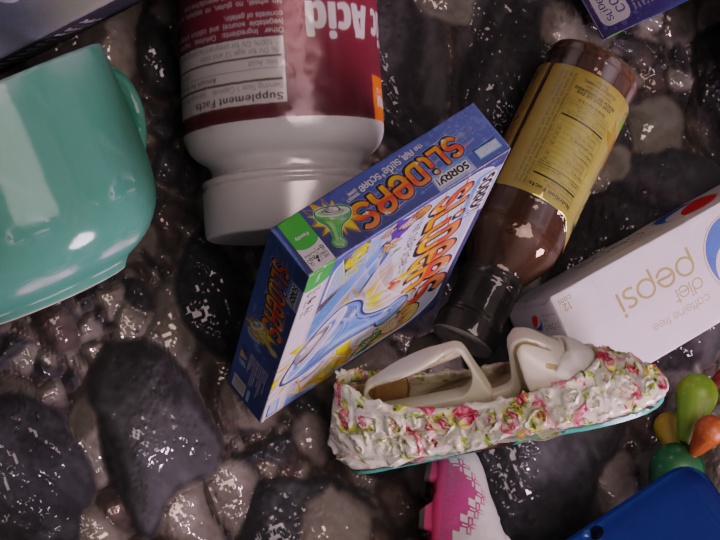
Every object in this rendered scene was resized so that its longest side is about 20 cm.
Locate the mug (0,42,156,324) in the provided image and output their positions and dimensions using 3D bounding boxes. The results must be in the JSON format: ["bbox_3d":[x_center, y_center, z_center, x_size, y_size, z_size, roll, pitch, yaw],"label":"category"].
[{"bbox_3d":[-0.171,-0.044,1.095,0.185,0.152,0.115,-25,98,-24],"label":"mug"}]

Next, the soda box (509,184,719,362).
[{"bbox_3d":[0.193,0.005,1.295,0.200,0.064,0.068,-28,96,-24],"label":"soda box"}]

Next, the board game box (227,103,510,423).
[{"bbox_3d":[0.000,0.000,1.140,0.135,0.200,0.034,-33,75,-22],"label":"board game box"}]

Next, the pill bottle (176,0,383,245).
[{"bbox_3d":[-0.045,-0.118,1.177,0.114,0.114,0.201,-2,86,-23],"label":"pill bottle"}]

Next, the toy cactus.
[{"bbox_3d":[0.207,0.164,1.283,0.165,0.102,0.200,-17,94,-5],"label":"toy cactus"}]

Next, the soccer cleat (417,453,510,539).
[{"bbox_3d":[0.076,0.194,1.199,0.086,0.070,0.200,0,66,2],"label":"soccer cleat"}]

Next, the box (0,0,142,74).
[{"bbox_3d":[-0.180,-0.219,1.077,0.198,0.123,0.200,-25,96,12],"label":"box"}]

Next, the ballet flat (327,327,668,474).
[{"bbox_3d":[0.075,0.068,1.194,0.200,0.076,0.064,-13,110,3],"label":"ballet flat"}]

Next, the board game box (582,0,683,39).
[{"bbox_3d":[0.155,-0.254,1.258,0.034,0.135,0.200,-38,101,-44],"label":"board game box"}]

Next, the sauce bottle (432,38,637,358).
[{"bbox_3d":[0.102,-0.043,1.259,0.065,0.065,0.200,33,73,-17],"label":"sauce bottle"}]

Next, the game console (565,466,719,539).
[{"bbox_3d":[0.173,0.245,1.239,0.200,0.118,0.171,-35,131,9],"label":"game console"}]
